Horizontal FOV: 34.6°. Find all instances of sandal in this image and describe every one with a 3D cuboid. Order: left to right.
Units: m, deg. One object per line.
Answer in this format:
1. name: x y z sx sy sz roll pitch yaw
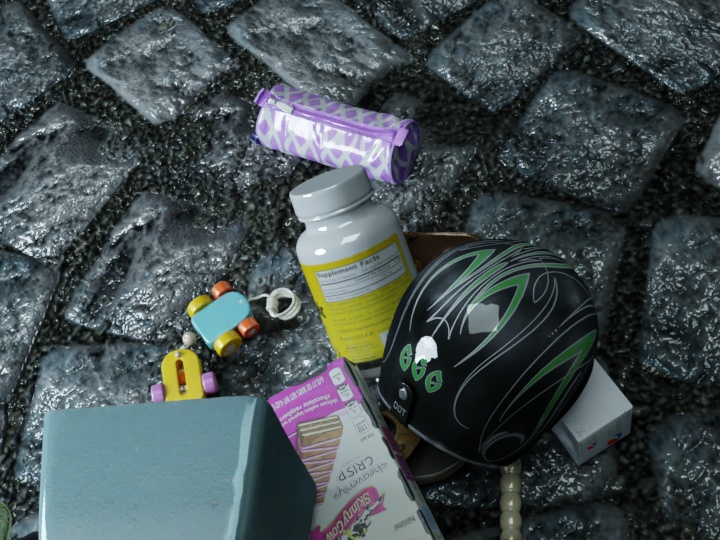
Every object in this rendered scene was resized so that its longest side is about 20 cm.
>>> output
1. sandal: 0.023 0.168 1.167 0.198 0.055 0.082 2 60 12

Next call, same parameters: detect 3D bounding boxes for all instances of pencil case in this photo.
1. pencil case: -0.028 -0.165 1.360 0.199 0.086 0.084 17 65 19

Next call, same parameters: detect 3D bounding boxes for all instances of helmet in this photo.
1. helmet: 0.124 0.065 1.072 0.200 0.200 0.191 38 105 28

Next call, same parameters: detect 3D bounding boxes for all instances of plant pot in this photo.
1. plant pot: -0.155 0.243 0.965 0.194 0.197 0.201 -5 56 10

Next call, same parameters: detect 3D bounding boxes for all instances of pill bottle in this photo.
1. pill bottle: 0.000 0.000 1.179 0.111 0.201 0.111 -18 15 5

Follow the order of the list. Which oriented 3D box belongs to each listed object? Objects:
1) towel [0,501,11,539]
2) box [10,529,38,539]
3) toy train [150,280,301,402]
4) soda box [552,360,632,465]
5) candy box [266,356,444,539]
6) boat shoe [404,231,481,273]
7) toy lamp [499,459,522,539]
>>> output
1. towel: -0.355 0.333 1.085 0.036 0.149 0.201 7 43 -22
2. box: -0.246 0.319 1.096 0.197 0.050 0.201 -23 45 9
3. toy train: -0.136 0.111 1.237 0.149 0.056 0.201 11 63 11
4. soda box: 0.190 0.093 1.176 0.068 0.064 0.200 -30 58 -8
5. candy box: -0.024 0.204 1.110 0.136 0.061 0.201 -30 73 6
6. boat shoe: 0.040 -0.007 1.261 0.198 0.068 0.072 -10 58 5
7. toy lamp: 0.146 0.219 1.113 0.058 0.058 0.201 -2 60 9
